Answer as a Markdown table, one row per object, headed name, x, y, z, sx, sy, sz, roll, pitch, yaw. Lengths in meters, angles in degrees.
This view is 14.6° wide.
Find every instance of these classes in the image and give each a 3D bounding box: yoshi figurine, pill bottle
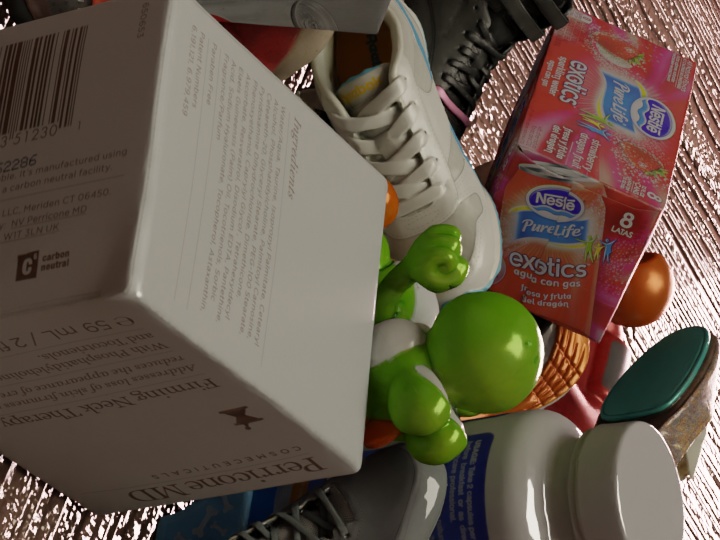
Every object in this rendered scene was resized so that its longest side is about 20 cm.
| name | x | y | z | sx | sy | sz | roll | pitch | yaw |
| --- | --- | --- | --- | --- | --- | --- | --- | --- | --- |
| yoshi figurine | 0.036 | 0.027 | 1.438 | 0.112 | 0.112 | 0.200 | 22 | 20 | -25 |
| pill bottle | 0.063 | 0.133 | 1.475 | 0.112 | 0.199 | 0.113 | 26 | 59 | -55 |

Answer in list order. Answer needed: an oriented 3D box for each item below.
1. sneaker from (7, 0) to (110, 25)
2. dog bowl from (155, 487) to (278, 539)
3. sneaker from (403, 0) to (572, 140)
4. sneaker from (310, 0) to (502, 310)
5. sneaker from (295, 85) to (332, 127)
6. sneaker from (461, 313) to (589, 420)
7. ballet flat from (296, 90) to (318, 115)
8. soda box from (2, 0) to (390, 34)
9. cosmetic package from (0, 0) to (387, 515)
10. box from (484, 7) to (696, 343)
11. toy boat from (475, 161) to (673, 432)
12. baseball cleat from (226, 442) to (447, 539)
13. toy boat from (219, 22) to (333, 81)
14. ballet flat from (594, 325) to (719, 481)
| name | x | y | z | sx | sy | sz | roll | pitch | yaw |
| --- | --- | --- | --- | --- | --- | --- | --- | --- | --- |
| sneaker | -0.132 | -0.099 | 1.443 | 0.200 | 0.081 | 0.077 | 77 | 21 | -60 |
| dog bowl | -0.054 | 0.121 | 1.527 | 0.111 | 0.049 | 0.201 | 44 | 44 | -46 |
| sneaker | 0.068 | -0.134 | 1.646 | 0.071 | 0.099 | 0.201 | 48 | 43 | -43 |
| sneaker | 0.017 | -0.070 | 1.559 | 0.081 | 0.076 | 0.201 | 33 | 33 | -65 |
| sneaker | 0.000 | 0.000 | 1.658 | 0.201 | 0.075 | 0.116 | 52 | 49 | -30 |
| sneaker | 0.044 | 0.090 | 1.648 | 0.200 | 0.092 | 0.076 | -36 | 97 | -18 |
| ballet flat | -0.062 | -0.017 | 1.522 | 0.064 | 0.075 | 0.201 | 93 | 7 | -53 |
| soda box | -0.081 | -0.168 | 1.430 | 0.068 | 0.199 | 0.064 | 119 | -27 | -68 |
| cosmetic package | -0.109 | -0.004 | 1.350 | 0.200 | 0.166 | 0.167 | 40 | 47 | -48 |
| box | 0.129 | -0.060 | 1.658 | 0.200 | 0.095 | 0.100 | -68 | -179 | -59 |
| toy boat | 0.138 | 0.014 | 1.802 | 0.200 | 0.130 | 0.131 | 56 | 37 | -36 |
| baseball cleat | -0.047 | 0.151 | 1.401 | 0.106 | 0.200 | 0.070 | 39 | 9 | -45 |
| toy boat | -0.084 | -0.199 | 1.534 | 0.130 | 0.130 | 0.201 | 13 | 67 | -27 |
| ballet flat | 0.172 | 0.113 | 1.723 | 0.200 | 0.068 | 0.068 | -47 | 120 | -41 |
